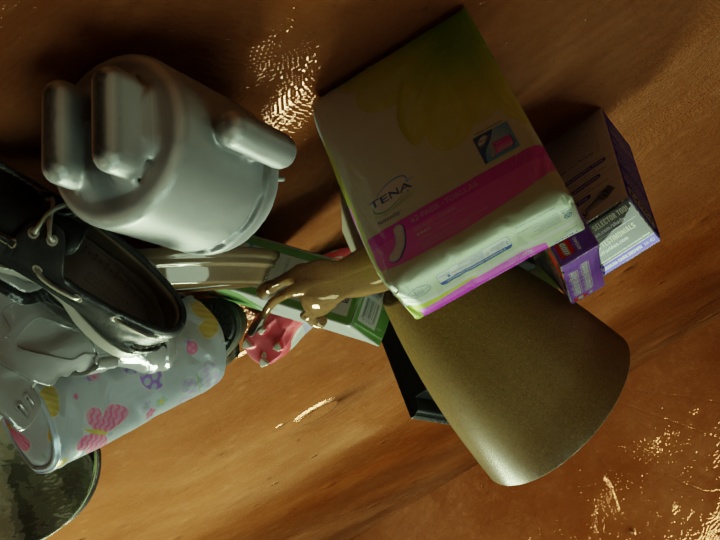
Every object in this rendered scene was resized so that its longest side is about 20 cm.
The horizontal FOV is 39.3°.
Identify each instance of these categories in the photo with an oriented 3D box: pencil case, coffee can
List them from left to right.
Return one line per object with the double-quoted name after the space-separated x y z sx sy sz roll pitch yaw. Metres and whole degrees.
-0.329 0.188 0.981 0.144 0.148 0.200 -20 174 -16 "coffee can"
-0.205 0.092 0.856 0.199 0.082 0.092 -28 133 -44 "pencil case"

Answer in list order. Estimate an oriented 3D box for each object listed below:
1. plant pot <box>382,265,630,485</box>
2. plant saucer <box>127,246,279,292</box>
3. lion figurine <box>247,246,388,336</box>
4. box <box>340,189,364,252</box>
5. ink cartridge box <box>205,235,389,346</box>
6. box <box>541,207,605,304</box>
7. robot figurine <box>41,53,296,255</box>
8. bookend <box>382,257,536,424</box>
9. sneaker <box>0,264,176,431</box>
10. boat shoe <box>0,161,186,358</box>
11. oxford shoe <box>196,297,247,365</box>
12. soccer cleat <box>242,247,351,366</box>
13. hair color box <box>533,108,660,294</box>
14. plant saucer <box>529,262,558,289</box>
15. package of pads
0.121 0.065 0.959 0.186 0.200 0.187 -44 -168 12 "plant pot"
-0.165 0.002 0.838 0.196 0.030 0.200 -4 177 0 "plant saucer"
0.000 0.000 0.844 0.198 0.073 0.122 -30 179 -19 "lion figurine"
0.033 -0.065 0.962 0.094 0.079 0.201 -22 159 -7 "box"
-0.074 0.012 0.987 0.197 0.060 0.104 15 171 20 "ink cartridge box"
0.149 -0.078 0.892 0.039 0.202 0.137 -29 160 7 "box"
-0.129 -0.075 0.691 0.167 0.115 0.199 -5 169 24 "robot figurine"
0.117 0.031 1.115 0.199 0.201 0.092 -36 150 25 "bookend"
-0.229 0.067 0.745 0.074 0.117 0.199 -3 155 41 "sneaker"
-0.202 -0.014 0.687 0.060 0.200 0.074 -19 -147 41 "boat shoe"
-0.163 0.072 1.087 0.083 0.074 0.199 -14 169 -35 "oxford shoe"
-0.058 0.034 1.144 0.200 0.067 0.077 -42 -174 25 "soccer cleat"
0.230 -0.073 1.030 0.109 0.065 0.201 -35 -158 24 "hair color box"
0.152 0.022 1.190 0.031 0.202 0.200 25 132 -31 "plant saucer"
0.059 -0.081 0.773 0.153 0.202 0.068 -28 148 11 "package of pads"
